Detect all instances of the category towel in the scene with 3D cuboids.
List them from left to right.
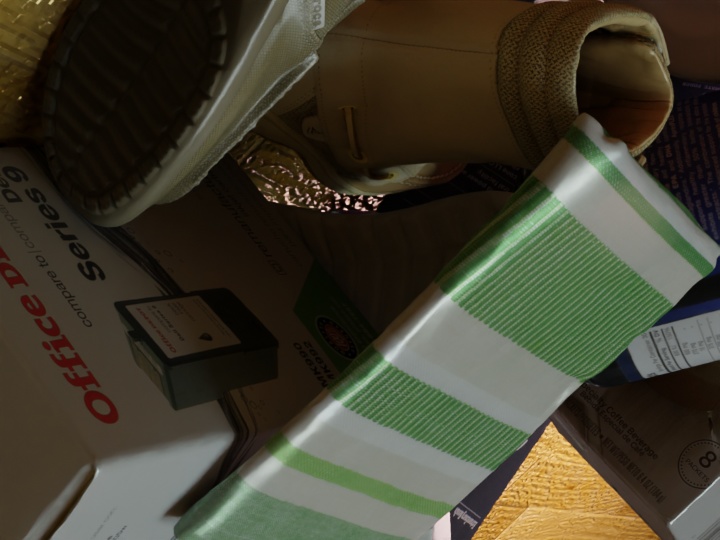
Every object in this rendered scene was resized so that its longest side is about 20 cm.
[{"bbox_3d":[0.037,0.037,0.684,0.200,0.023,0.152,-44,153,9],"label":"towel"}]

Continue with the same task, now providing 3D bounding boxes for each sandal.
[{"bbox_3d":[0.001,0.008,0.785,0.201,0.083,0.050,-1,-171,31],"label":"sandal"}]

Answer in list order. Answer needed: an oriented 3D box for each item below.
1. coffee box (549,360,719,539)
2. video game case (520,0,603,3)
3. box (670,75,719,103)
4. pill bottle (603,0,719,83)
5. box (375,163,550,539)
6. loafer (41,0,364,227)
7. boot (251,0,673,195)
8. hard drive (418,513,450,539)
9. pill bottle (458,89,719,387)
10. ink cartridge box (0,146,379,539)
[{"bbox_3d":[0.189,0.030,0.876,0.200,0.114,0.080,-42,143,-3],"label":"coffee box"},{"bbox_3d":[0.155,-0.192,0.874,0.199,0.018,0.144,-31,157,-27],"label":"video game case"},{"bbox_3d":[0.196,-0.062,0.997,0.201,0.050,0.159,77,28,-51],"label":"box"},{"bbox_3d":[0.203,-0.152,0.852,0.199,0.112,0.112,-16,149,-48],"label":"pill bottle"},{"bbox_3d":[0.053,0.028,0.951,0.201,0.104,0.148,-54,161,-5],"label":"box"},{"bbox_3d":[-0.037,-0.094,0.635,0.067,0.076,0.200,1,134,-53],"label":"loafer"},{"bbox_3d":[0.050,-0.067,0.740,0.200,0.154,0.074,24,74,-65],"label":"boot"},{"bbox_3d":[-0.057,0.100,0.850,0.132,0.198,0.027,81,24,-66],"label":"hard drive"},{"bbox_3d":[0.134,-0.014,0.805,0.198,0.113,0.112,-15,165,15],"label":"pill bottle"},{"bbox_3d":[-0.091,0.032,0.692,0.084,0.146,0.199,-50,159,25],"label":"ink cartridge box"}]
